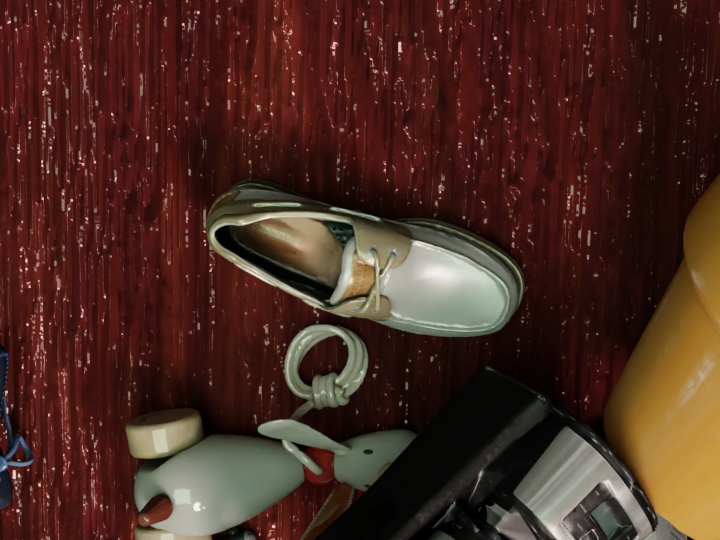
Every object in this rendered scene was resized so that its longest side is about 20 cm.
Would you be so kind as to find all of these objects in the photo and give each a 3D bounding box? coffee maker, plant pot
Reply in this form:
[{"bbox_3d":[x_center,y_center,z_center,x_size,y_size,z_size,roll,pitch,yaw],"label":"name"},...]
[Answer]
[{"bbox_3d":[0.043,0.157,1.244,0.200,0.135,0.192,-44,56,-15],"label":"coffee maker"},{"bbox_3d":[0.241,0.056,1.227,0.200,0.200,0.183,38,124,-1],"label":"plant pot"}]

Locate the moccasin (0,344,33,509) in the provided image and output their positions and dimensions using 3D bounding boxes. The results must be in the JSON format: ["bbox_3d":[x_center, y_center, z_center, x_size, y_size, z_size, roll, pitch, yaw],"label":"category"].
[{"bbox_3d":[-0.251,0.134,1.389,0.068,0.080,0.201,27,121,18],"label":"moccasin"}]

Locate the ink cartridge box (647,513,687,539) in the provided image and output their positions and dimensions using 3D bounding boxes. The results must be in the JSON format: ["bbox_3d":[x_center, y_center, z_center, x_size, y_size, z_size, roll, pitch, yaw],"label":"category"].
[{"bbox_3d":[0.109,0.215,1.303,0.199,0.161,0.047,-30,131,26],"label":"ink cartridge box"}]

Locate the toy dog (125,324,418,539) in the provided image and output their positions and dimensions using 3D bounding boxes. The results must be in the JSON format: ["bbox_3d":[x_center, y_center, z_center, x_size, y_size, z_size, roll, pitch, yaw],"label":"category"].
[{"bbox_3d":[-0.064,0.131,1.334,0.199,0.096,0.132,-27,99,12],"label":"toy dog"}]

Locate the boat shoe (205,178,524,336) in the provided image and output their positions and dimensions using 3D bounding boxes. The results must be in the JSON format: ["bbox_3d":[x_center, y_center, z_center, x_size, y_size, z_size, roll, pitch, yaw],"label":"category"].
[{"bbox_3d":[0.000,0.000,1.308,0.199,0.068,0.075,14,106,7],"label":"boat shoe"}]

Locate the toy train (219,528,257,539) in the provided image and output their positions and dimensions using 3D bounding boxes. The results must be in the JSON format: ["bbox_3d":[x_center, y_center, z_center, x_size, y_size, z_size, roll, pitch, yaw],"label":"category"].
[{"bbox_3d":[-0.145,0.222,1.405,0.199,0.042,0.057,-21,80,10],"label":"toy train"}]
